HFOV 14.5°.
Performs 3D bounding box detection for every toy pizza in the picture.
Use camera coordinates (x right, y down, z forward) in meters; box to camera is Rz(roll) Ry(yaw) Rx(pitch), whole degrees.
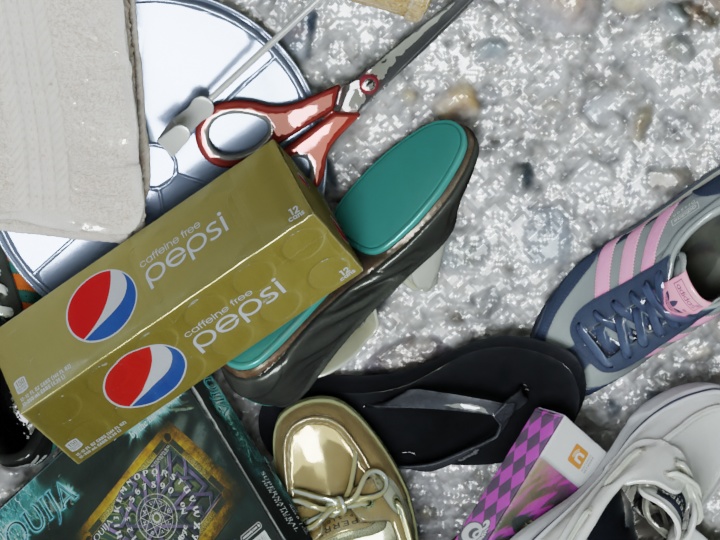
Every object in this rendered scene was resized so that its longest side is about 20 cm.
[{"bbox_3d":[-0.119,-0.062,1.629,0.199,0.032,0.202,-1,101,-4],"label":"toy pizza"}]

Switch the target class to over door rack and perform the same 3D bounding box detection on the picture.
[{"bbox_3d":[-0.081,-0.188,1.572,0.200,0.067,0.148,-42,98,5],"label":"over door rack"}]

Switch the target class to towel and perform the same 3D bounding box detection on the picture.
[{"bbox_3d":[-0.183,-0.100,1.538,0.132,0.035,0.201,4,128,9],"label":"towel"}]

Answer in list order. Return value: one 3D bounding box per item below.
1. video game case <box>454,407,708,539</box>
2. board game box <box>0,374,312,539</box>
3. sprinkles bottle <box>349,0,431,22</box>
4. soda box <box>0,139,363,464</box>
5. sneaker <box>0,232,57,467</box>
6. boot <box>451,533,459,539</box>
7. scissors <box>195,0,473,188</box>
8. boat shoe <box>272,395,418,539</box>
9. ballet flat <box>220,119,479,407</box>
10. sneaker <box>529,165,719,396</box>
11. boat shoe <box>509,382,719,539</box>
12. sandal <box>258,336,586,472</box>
[{"bbox_3d":[0.115,0.211,1.625,0.181,0.036,0.201,41,75,-28],"label":"video game case"},{"bbox_3d":[-0.131,0.154,1.656,0.200,0.028,0.136,-41,74,31],"label":"board game box"},{"bbox_3d":[-0.054,-0.189,1.505,0.199,0.068,0.069,15,108,-5],"label":"sprinkles bottle"},{"bbox_3d":[-0.103,0.018,1.580,0.199,0.064,0.068,-35,141,6],"label":"soda box"},{"bbox_3d":[-0.214,0.019,1.645,0.071,0.080,0.201,-16,105,12],"label":"sneaker"},{"bbox_3d":[0.034,0.197,1.692,0.200,0.074,0.155,38,101,-8],"label":"boot"},{"bbox_3d":[-0.002,-0.093,1.611,0.199,0.014,0.074,-26,100,-1],"label":"scissors"},{"bbox_3d":[0.001,0.170,1.624,0.073,0.063,0.202,-15,95,2],"label":"boat shoe"},{"bbox_3d":[0.000,0.000,1.626,0.200,0.068,0.068,-44,135,-3],"label":"ballet flat"},{"bbox_3d":[0.169,0.010,1.607,0.070,0.082,0.200,44,111,-9],"label":"sneaker"},{"bbox_3d":[0.158,0.131,1.580,0.200,0.066,0.072,-34,108,-30],"label":"boat shoe"},{"bbox_3d":[0.037,0.090,1.651,0.199,0.043,0.076,-11,116,17],"label":"sandal"}]
